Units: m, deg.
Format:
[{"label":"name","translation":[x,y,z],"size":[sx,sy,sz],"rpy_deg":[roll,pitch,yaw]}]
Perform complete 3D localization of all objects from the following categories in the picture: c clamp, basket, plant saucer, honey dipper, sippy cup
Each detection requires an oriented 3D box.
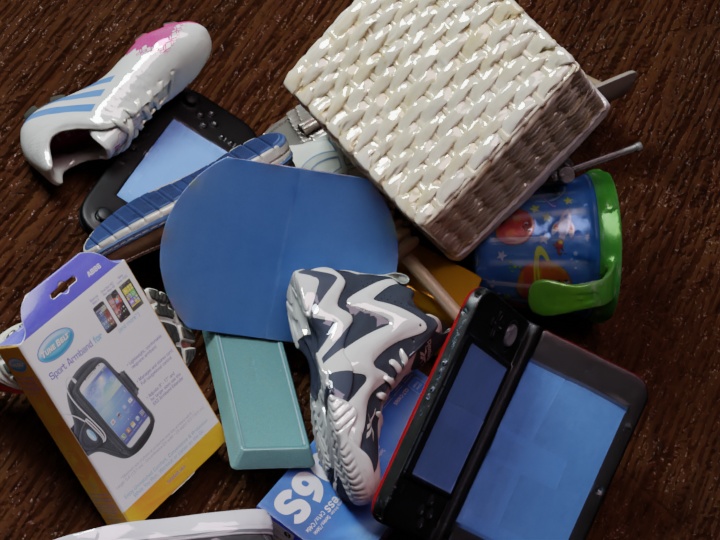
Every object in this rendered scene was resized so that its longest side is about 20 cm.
[{"label":"c clamp","translation":[0.155,-0.098,1.554],"size":[0.169,0.027,0.200],"rpy_deg":[-17,14,-3]},{"label":"basket","translation":[0.069,-0.147,1.418],"size":[0.200,0.161,0.198],"rpy_deg":[-45,74,7]},{"label":"plant saucer","translation":[-0.088,0.087,1.405],"size":[0.069,0.019,0.201],"rpy_deg":[0,39,-16]},{"label":"honey dipper","translation":[0.074,0.026,1.423],"size":[0.200,0.038,0.038],"rpy_deg":[47,55,5]},{"label":"sippy cup","translation":[0.161,-0.022,1.525],"size":[0.129,0.178,0.141],"rpy_deg":[0,83,-3]}]

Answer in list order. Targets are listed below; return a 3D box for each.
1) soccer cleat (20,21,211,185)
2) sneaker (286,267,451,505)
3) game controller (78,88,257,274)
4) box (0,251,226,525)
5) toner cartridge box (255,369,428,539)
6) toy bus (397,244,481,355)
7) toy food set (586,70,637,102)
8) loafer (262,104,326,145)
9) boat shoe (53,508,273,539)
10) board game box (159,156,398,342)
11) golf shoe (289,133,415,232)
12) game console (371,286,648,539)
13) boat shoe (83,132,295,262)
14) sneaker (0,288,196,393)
[{"label":"soccer cleat","translation":[-0.210,-0.144,1.508],"size":[0.199,0.070,0.087],"rpy_deg":[-33,48,-2]},{"label":"sneaker","translation":[0.022,0.086,1.363],"size":[0.128,0.080,0.200],"rpy_deg":[-8,59,-16]},{"label":"game controller","translation":[-0.171,-0.082,1.523],"size":[0.104,0.042,0.201],"rpy_deg":[27,52,5]},{"label":"box","translation":[-0.197,0.088,1.316],"size":[0.119,0.041,0.201],"rpy_deg":[-42,111,-36]},{"label":"toner cartridge box","translation":[0.005,0.164,1.387],"size":[0.095,0.043,0.200],"rpy_deg":[35,52,10]},{"label":"toy bus","translation":[0.000,0.000,1.484],"size":[0.199,0.078,0.065],"rpy_deg":[27,51,1]},{"label":"toy food set","translation":[0.152,-0.202,1.661],"size":[0.143,0.061,0.200],"rpy_deg":[-25,42,-31]},{"label":"loafer","translation":[-0.006,-0.148,1.606],"size":[0.199,0.063,0.072],"rpy_deg":[-17,60,-26]},{"label":"boat shoe","translation":[-0.159,0.230,1.280],"size":[0.198,0.070,0.067],"rpy_deg":[-5,68,-20]},{"label":"board game box","translation":[-0.068,-0.021,1.411],"size":[0.198,0.159,0.039],"rpy_deg":[8,24,-10]},{"label":"golf shoe","translation":[-0.023,-0.100,1.548],"size":[0.198,0.078,0.098],"rpy_deg":[11,67,-20]},{"label":"game console","translation":[0.123,0.140,1.341],"size":[0.118,0.172,0.201],"rpy_deg":[22,83,29]},{"label":"boat shoe","translation":[-0.138,-0.042,1.441],"size":[0.199,0.073,0.072],"rpy_deg":[-27,21,-8]},{"label":"sneaker","translation":[-0.227,0.061,1.379],"size":[0.199,0.085,0.078],"rpy_deg":[-5,81,-42]}]
